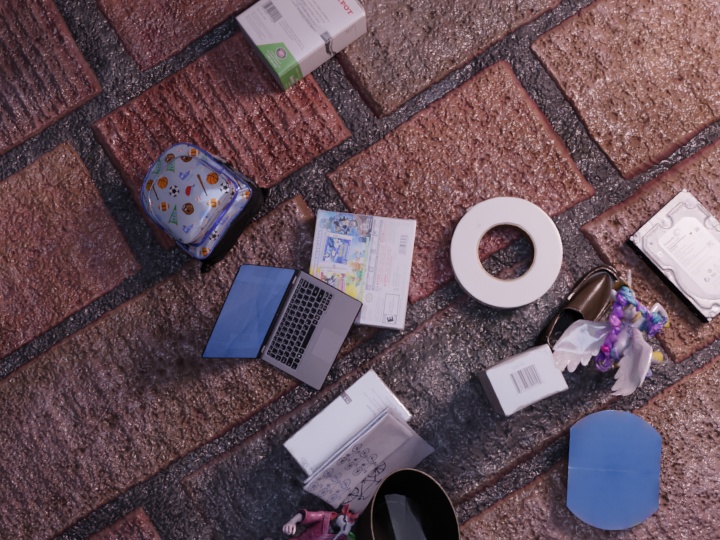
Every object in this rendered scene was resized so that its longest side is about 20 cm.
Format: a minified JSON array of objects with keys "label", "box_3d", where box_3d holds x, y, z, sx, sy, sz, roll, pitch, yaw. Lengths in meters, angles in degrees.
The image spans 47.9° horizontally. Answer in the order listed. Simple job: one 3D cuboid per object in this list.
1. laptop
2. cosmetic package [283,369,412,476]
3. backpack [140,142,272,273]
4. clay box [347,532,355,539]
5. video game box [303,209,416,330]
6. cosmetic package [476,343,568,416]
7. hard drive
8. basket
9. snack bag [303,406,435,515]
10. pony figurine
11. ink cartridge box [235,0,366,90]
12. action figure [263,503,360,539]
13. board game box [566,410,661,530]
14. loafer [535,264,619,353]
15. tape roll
[{"label":"laptop","box_3d":[-0.133,0.102,1.387,0.200,0.116,0.188,28,108,6]},{"label":"cosmetic package","box_3d":[-0.022,0.274,1.396,0.200,0.081,0.113,-42,83,-4]},{"label":"backpack","box_3d":[-0.296,-0.129,1.450,0.190,0.154,0.200,38,89,18]},{"label":"clay box","box_3d":[-0.047,0.553,1.382,0.115,0.048,0.200,32,86,7]},{"label":"video game box","box_3d":[0.000,0.000,1.459,0.182,0.047,0.201,7,83,3]},{"label":"cosmetic package","box_3d":[0.262,0.181,1.340,0.113,0.200,0.081,-24,80,2]},{"label":"hard drive","box_3d":[0.590,-0.027,1.431,0.140,0.038,0.200,-41,81,-3]},{"label":"basket","box_3d":[0.064,0.420,1.306,0.136,0.200,0.181,-11,73,-15]},{"label":"snack bag","box_3d":[0.020,0.328,1.348,0.188,0.200,0.021,-42,48,-1]},{"label":"pony figurine","box_3d":[0.433,0.115,1.341,0.166,0.200,0.194,22,83,43]},{"label":"ink cartridge box","box_3d":[-0.107,-0.458,1.511,0.200,0.084,0.146,-35,82,-2]},{"label":"action figure","box_3d":[-0.074,0.460,1.341,0.200,0.149,0.134,-40,84,2]},{"label":"board game box","box_3d":[0.430,0.339,1.390,0.157,0.039,0.201,4,87,-1]},{"label":"loafer","box_3d":[0.387,0.074,1.411,0.073,0.071,0.200,37,86,8]},{"label":"tape roll","box_3d":[0.259,-0.032,1.452,0.202,0.037,0.204,-1,82,4]}]
